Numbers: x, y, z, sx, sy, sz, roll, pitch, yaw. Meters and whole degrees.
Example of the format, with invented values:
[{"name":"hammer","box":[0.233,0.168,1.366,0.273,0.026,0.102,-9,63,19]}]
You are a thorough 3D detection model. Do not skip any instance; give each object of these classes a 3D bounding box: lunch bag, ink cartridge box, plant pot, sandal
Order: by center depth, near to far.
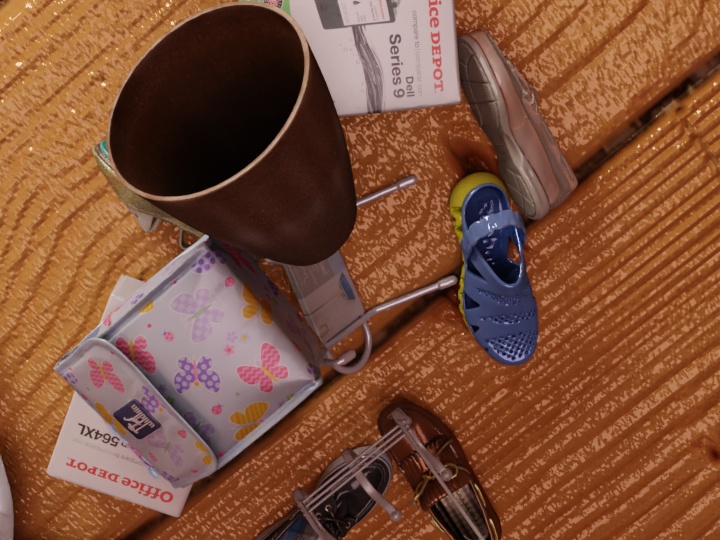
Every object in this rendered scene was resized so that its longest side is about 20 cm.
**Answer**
[{"name":"plant pot","box":[-0.083,-0.090,0.904,0.186,0.188,0.200,-34,142,6]},{"name":"lunch bag","box":[-0.154,0.088,0.957,0.199,0.127,0.170,-37,101,11]},{"name":"ink cartridge box","box":[-0.010,-0.223,0.988,0.197,0.084,0.148,-7,106,-1]},{"name":"sandal","box":[0.138,0.006,1.057,0.079,0.087,0.202,-18,107,-6]},{"name":"ink cartridge box","box":[-0.213,0.128,1.068,0.145,0.084,0.202,20,101,-9]}]

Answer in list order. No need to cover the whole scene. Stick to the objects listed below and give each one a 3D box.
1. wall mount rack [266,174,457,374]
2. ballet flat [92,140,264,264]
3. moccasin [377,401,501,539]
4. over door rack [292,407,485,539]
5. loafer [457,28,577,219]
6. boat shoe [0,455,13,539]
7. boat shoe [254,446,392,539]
[{"name":"wall mount rack","box":[0.000,0.000,1.057,0.173,0.074,0.202,-36,112,-34]},{"name":"ballet flat","box":[-0.178,-0.057,1.034,0.198,0.071,0.071,24,102,-10]},{"name":"moccasin","box":[0.084,0.227,1.116,0.073,0.078,0.203,-27,103,7]},{"name":"over door rack","box":[0.039,0.259,1.036,0.147,0.067,0.201,-39,59,6]},{"name":"loafer","box":[0.154,-0.149,1.034,0.062,0.072,0.201,-31,112,-12]},{"name":"boat shoe","box":[-0.411,0.279,1.087,0.090,0.071,0.203,-6,109,-32]},{"name":"boat shoe","box":[-0.044,0.270,1.126,0.199,0.066,0.070,-38,104,7]}]
